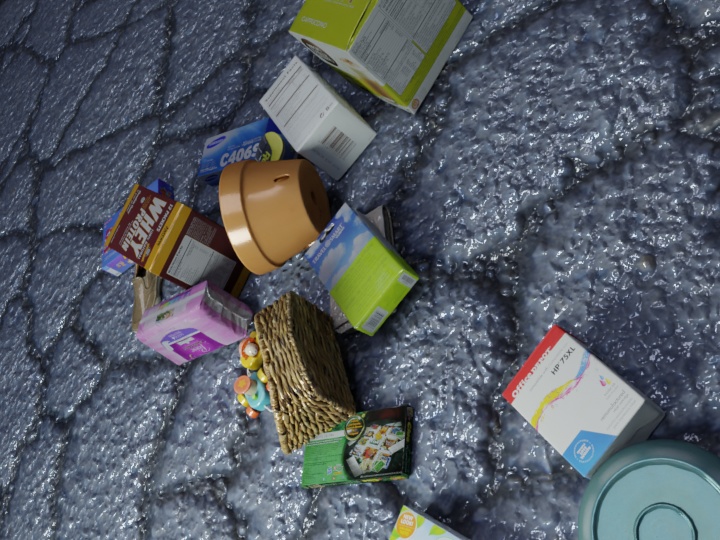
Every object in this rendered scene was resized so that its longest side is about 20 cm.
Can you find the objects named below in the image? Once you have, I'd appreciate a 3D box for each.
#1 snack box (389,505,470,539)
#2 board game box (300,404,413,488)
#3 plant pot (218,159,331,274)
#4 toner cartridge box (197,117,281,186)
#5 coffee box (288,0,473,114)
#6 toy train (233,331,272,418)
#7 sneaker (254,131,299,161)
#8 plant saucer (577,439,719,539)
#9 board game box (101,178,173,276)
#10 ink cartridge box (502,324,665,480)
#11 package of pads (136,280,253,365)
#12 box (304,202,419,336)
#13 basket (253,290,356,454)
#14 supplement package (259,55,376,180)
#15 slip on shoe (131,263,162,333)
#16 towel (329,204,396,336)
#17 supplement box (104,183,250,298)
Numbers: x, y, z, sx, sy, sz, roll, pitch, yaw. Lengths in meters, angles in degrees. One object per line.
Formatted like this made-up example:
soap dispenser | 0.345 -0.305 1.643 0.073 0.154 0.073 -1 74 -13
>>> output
snack box | 0.107 0.406 1.093 0.198 0.053 0.144 17 79 47
board game box | -0.007 0.265 1.299 0.198 0.023 0.107 -16 59 37
plant pot | -0.140 -0.109 1.519 0.138 0.200 0.203 -16 56 17
toner cartridge box | -0.250 -0.243 1.788 0.198 0.043 0.097 -10 60 40
coffee box | 0.033 -0.429 1.507 0.199 0.197 0.202 34 92 47
toy train | -0.159 0.147 1.482 0.149 0.055 0.203 -16 57 37
sneaker | -0.176 -0.178 1.670 0.074 0.082 0.201 49 125 18
plant saucer | 0.328 0.284 0.931 0.197 0.027 0.204 -8 74 27
board game box | -0.499 -0.095 1.942 0.199 0.045 0.136 -32 50 27
ink cartridge box | 0.259 0.153 1.074 0.117 0.067 0.200 -54 43 8
package of pads | -0.303 0.097 1.590 0.198 0.120 0.077 -24 42 36
box | -0.003 -0.005 1.373 0.122 0.047 0.200 -50 43 11
basket | -0.117 0.156 1.331 0.148 0.142 0.202 -32 53 20
supplement package | -0.081 -0.281 1.595 0.118 0.116 0.201 -48 44 12
slip on shoe | -0.453 0.033 1.817 0.075 0.060 0.203 -8 63 40
towel | 0.000 0.000 1.427 0.131 0.034 0.203 -27 52 30
supplement box | -0.338 -0.045 1.649 0.196 0.199 0.134 22 83 47
